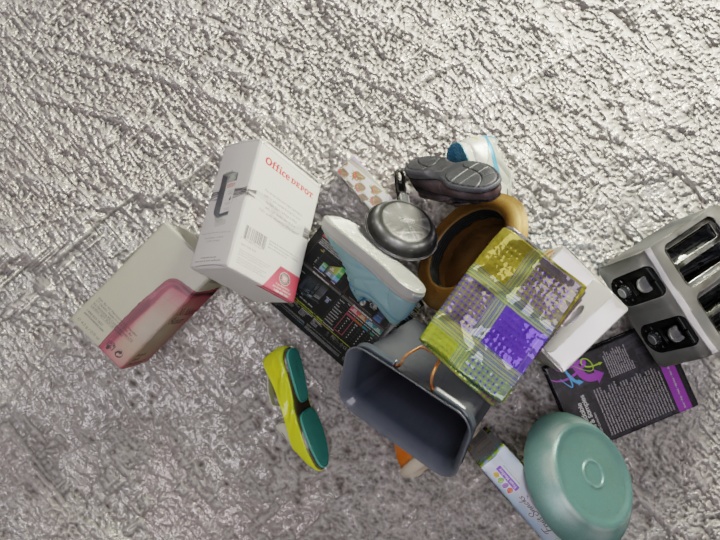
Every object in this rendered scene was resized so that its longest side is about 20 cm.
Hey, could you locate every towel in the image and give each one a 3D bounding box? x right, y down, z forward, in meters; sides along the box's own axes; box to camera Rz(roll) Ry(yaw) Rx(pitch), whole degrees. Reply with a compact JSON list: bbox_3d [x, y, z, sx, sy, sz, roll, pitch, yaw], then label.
[{"bbox_3d":[0.184,0.055,0.874,0.144,0.023,0.200,41,81,-3],"label":"towel"}]

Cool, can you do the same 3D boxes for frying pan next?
[{"bbox_3d":[0.077,-0.086,1.024,0.115,0.031,0.190,29,47,3],"label":"frying pan"}]

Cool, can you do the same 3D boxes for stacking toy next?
[{"bbox_3d":[0.074,0.200,1.043,0.146,0.146,0.200,-36,70,0],"label":"stacking toy"}]

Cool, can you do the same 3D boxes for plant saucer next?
[{"bbox_3d":[0.322,0.294,0.970,0.199,0.036,0.201,16,55,-25],"label":"plant saucer"}]

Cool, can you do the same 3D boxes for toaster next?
[{"bbox_3d":[0.493,0.020,1.013,0.200,0.119,0.181,-29,86,-16],"label":"toaster"}]

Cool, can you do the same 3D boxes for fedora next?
[{"bbox_3d":[0.175,-0.016,0.990,0.082,0.200,0.201,31,89,-33],"label":"fedora"}]

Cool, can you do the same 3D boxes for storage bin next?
[{"bbox_3d":[0.092,0.152,0.937,0.200,0.134,0.146,30,131,24],"label":"storage bin"}]

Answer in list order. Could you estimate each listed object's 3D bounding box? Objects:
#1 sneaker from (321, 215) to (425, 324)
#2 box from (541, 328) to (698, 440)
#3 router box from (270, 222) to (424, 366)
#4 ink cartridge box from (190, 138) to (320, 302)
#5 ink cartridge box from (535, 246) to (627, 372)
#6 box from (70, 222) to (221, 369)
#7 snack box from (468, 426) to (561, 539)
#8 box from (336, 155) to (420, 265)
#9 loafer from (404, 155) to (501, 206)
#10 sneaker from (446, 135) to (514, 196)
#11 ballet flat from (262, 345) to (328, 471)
[{"bbox_3d":[0.000,0.000,0.977,0.200,0.074,0.082,45,115,30],"label":"sneaker"},{"bbox_3d":[0.404,0.180,1.068,0.199,0.036,0.143,-22,87,-1],"label":"box"},{"bbox_3d":[-0.026,0.045,1.041,0.200,0.062,0.150,39,90,18],"label":"router box"},{"bbox_3d":[-0.148,-0.070,0.998,0.085,0.146,0.201,-1,67,36],"label":"ink cartridge box"},{"bbox_3d":[0.277,0.053,0.991,0.129,0.200,0.125,-45,88,-1],"label":"ink cartridge box"},{"bbox_3d":[-0.312,0.038,1.037,0.109,0.128,0.200,45,90,2],"label":"box"},{"bbox_3d":[0.247,0.334,1.011,0.053,0.142,0.200,-42,88,-1],"label":"snack box"},{"bbox_3d":[0.041,-0.094,1.079,0.039,0.041,0.200,-42,87,-1],"label":"box"},{"bbox_3d":[0.142,-0.125,1.012,0.072,0.200,0.063,-32,120,-20],"label":"loafer"},{"bbox_3d":[0.206,-0.113,1.060,0.081,0.076,0.201,-23,99,-24],"label":"sneaker"},{"bbox_3d":[-0.106,0.218,1.067,0.067,0.067,0.201,-19,85,21],"label":"ballet flat"}]
